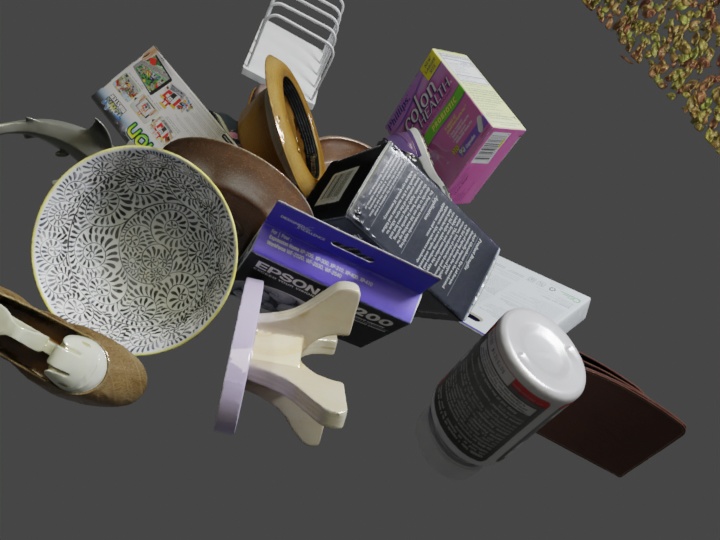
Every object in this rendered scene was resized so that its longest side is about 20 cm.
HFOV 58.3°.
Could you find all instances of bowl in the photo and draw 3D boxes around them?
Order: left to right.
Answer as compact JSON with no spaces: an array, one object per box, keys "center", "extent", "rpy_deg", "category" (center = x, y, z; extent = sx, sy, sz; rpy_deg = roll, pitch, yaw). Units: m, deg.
[{"center":[-0.223,-0.020,0.672],"extent":[0.198,0.204,0.094],"rpy_deg":[31,-3,-6],"category":"bowl"}]

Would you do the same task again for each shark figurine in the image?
[{"center":[-0.329,-0.147,0.734],"extent":[0.211,0.089,0.131],"rpy_deg":[26,55,-20],"category":"shark figurine"}]

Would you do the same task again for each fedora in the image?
[{"center":[-0.108,-0.174,0.845],"extent":[0.200,0.080,0.206],"rpy_deg":[-17,91,-79],"category":"fedora"}]

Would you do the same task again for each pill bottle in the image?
[{"center":[0.150,0.147,0.735],"extent":[0.112,0.201,0.116],"rpy_deg":[19,41,-18],"category":"pill bottle"}]

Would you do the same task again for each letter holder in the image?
[{"center":[0.323,0.171,0.889],"extent":[0.197,0.143,0.102],"rpy_deg":[28,40,-10],"category":"letter holder"}]

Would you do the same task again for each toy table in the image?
[{"center":[-0.076,0.091,0.654],"extent":[0.114,0.187,0.202],"rpy_deg":[12,32,-10],"category":"toy table"}]

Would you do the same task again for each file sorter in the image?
[{"center":[-0.112,-0.415,1.146],"extent":[0.136,0.125,0.203],"rpy_deg":[23,42,-16],"category":"file sorter"}]

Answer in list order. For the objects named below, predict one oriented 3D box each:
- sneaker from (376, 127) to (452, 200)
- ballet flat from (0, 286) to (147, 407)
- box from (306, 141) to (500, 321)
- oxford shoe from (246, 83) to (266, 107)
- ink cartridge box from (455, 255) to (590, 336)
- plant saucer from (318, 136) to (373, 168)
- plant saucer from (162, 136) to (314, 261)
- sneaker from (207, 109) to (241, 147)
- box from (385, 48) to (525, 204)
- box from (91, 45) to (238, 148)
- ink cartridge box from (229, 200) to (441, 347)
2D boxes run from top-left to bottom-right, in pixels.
[{"center":[0.083,-0.133,1.051],"extent":[0.085,0.076,0.204],"rpy_deg":[-16,64,-13],"category":"sneaker"},{"center":[-0.287,0.065,0.580],"extent":[0.197,0.072,0.069],"rpy_deg":[33,74,-6],"category":"ballet flat"},{"center":[0.042,-0.039,0.774],"extent":[0.199,0.147,0.106],"rpy_deg":[40,72,-24],"category":"box"},{"center":[-0.129,-0.231,0.992],"extent":[0.070,0.073,0.203],"rpy_deg":[8,47,-30],"category":"oxford shoe"},{"center":[0.190,0.049,0.914],"extent":[0.197,0.042,0.198],"rpy_deg":[-22,38,-37],"category":"ink cartridge box"},{"center":[-0.014,-0.108,0.961],"extent":[0.196,0.037,0.205],"rpy_deg":[15,55,-21],"category":"plant saucer"},{"center":[-0.147,-0.064,0.734],"extent":[0.197,0.200,0.037],"rpy_deg":[28,59,-11],"category":"plant saucer"},{"center":[-0.154,-0.136,0.888],"extent":[0.081,0.070,0.203],"rpy_deg":[1,57,-51],"category":"sneaker"},{"center":[0.163,-0.254,1.155],"extent":[0.095,0.177,0.203],"rpy_deg":[-6,55,-40],"category":"box"},{"center":[-0.249,-0.185,0.838],"extent":[0.109,0.035,0.201],"rpy_deg":[-39,76,-5],"category":"box"},{"center":[-0.039,0.017,0.725],"extent":[0.194,0.200,0.044],"rpy_deg":[24,63,-15],"category":"ink cartridge box"}]
